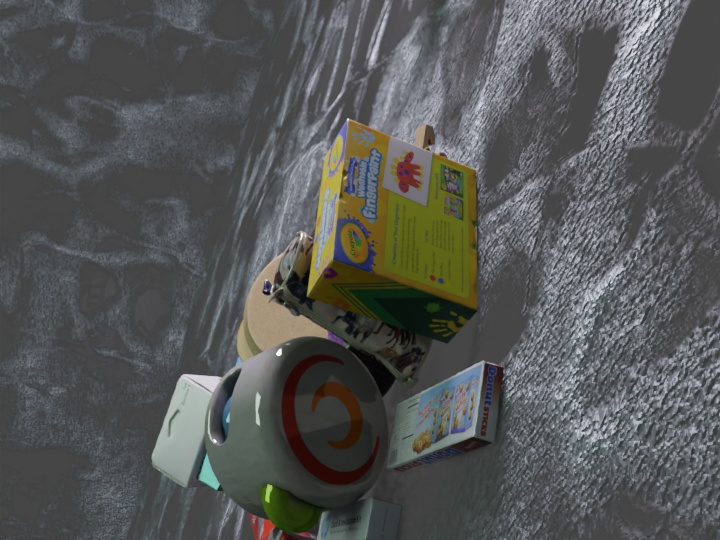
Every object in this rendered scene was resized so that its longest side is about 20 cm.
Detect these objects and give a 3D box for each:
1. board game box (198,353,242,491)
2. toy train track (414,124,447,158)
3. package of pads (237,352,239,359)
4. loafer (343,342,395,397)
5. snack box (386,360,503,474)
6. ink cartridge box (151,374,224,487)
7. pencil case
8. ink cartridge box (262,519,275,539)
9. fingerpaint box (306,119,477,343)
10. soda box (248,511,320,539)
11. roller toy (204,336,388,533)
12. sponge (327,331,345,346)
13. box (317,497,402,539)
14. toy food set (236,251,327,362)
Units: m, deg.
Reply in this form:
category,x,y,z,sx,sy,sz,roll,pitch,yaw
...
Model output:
category,x,y,z,sx,sy,sz,roll,pitch,yaw
board game box,-0.144,0.218,1.404,0.044,0.151,0.203,17,89,33
toy train track,0.075,-0.079,1.196,0.114,0.032,0.204,-12,66,64
package of pads,-0.114,0.071,1.527,0.201,0.075,0.121,-57,-2,40
loafer,0.025,0.072,1.144,0.071,0.072,0.202,-82,17,-74
snack box,0.078,0.148,0.940,0.200,0.024,0.073,138,147,-61
ink cartridge box,-0.201,0.243,1.454,0.083,0.199,0.148,22,95,34
pencil case,-0.007,0.046,1.048,0.078,0.198,0.090,-28,31,62
ink cartridge box,-0.089,0.229,1.250,0.162,0.050,0.200,-46,14,11
fingerpaint box,0.038,-0.043,1.028,0.074,0.164,0.203,127,155,-46
soda box,-0.101,0.335,1.271,0.200,0.062,0.071,-140,69,-72
roller toy,-0.071,0.175,1.057,0.139,0.199,0.185,-26,88,43
sponge,0.000,0.000,1.209,0.112,0.029,0.202,82,-155,-55
box,-0.018,0.351,1.014,0.156,0.041,0.203,142,144,-62
toy food set,-0.070,0.055,1.303,0.049,0.195,0.203,50,-124,-55
